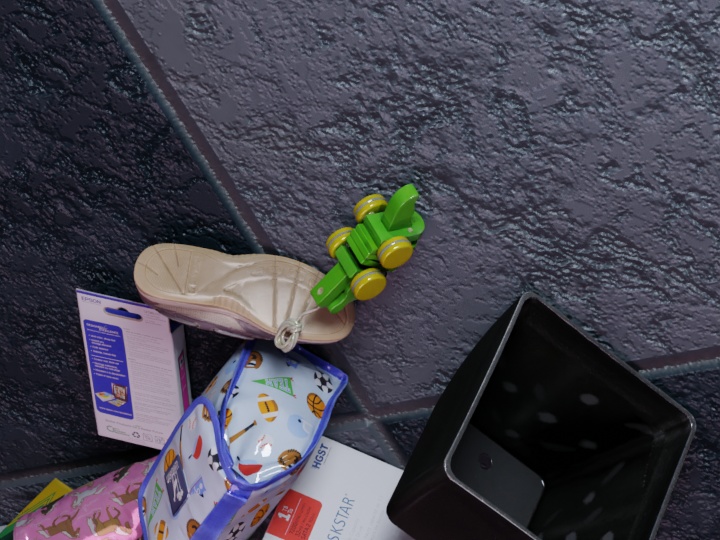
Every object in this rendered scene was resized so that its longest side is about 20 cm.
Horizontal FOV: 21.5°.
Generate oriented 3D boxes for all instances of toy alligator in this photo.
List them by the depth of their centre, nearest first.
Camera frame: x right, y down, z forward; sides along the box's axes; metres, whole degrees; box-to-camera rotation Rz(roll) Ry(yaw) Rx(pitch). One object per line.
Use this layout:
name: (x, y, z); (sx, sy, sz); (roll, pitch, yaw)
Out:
toy alligator: (0.000, 0.000, 1.619); (0.054, 0.059, 0.200); (5, 134, -45)

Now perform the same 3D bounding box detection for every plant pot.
plant pot: (0.137, 0.175, 1.647); (0.200, 0.200, 0.177); (37, 144, -13)

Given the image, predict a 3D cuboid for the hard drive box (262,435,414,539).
hard drive box: (0.011, 0.266, 1.796); (0.199, 0.156, 0.077); (22, 135, 1)

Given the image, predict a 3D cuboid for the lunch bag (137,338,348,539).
lunch bag: (-0.117, 0.174, 1.721); (0.123, 0.200, 0.170); (30, 128, -7)

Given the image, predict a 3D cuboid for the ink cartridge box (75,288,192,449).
ink cartridge box: (-0.214, 0.091, 1.816); (0.094, 0.037, 0.201); (12, 136, 14)

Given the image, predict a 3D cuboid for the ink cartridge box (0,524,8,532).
ink cartridge box: (-0.390, 0.375, 2.114); (0.199, 0.084, 0.176); (-14, 124, 31)

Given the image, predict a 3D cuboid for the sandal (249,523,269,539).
sandal: (-0.112, 0.283, 1.853); (0.050, 0.083, 0.202); (-36, 155, 14)

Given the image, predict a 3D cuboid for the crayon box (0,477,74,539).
crayon box: (-0.315, 0.352, 1.997); (0.058, 0.173, 0.200); (13, 143, 54)

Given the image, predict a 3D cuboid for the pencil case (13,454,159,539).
pencil case: (-0.248, 0.251, 1.892); (0.199, 0.087, 0.083); (-23, 112, 9)

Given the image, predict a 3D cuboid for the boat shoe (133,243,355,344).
boat shoe: (-0.104, 0.026, 1.692); (0.199, 0.072, 0.065); (11, 159, -3)
